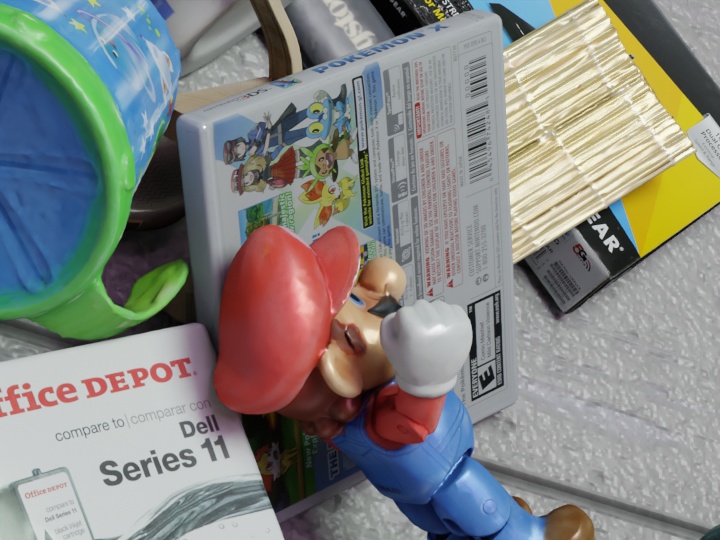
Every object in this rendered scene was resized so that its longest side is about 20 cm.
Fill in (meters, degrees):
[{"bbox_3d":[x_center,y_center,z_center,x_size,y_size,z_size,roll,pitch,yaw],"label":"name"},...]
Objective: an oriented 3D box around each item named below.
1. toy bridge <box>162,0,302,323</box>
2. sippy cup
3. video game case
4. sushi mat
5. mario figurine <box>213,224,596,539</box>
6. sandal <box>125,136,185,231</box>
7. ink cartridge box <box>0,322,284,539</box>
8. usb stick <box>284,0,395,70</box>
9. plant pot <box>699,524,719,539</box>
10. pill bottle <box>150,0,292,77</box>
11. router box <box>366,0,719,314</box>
[{"bbox_3d":[-0.059,-0.072,1.069,0.067,0.027,0.201,-15,120,-35],"label":"toy bridge"},{"bbox_3d":[-0.140,-0.067,0.987,0.139,0.179,0.130,10,28,14],"label":"sippy cup"},{"bbox_3d":[0.000,0.000,1.072,0.182,0.022,0.201,-23,120,-37],"label":"video game case"},{"bbox_3d":[0.060,-0.049,1.161,0.199,0.012,0.096,-31,87,-12],"label":"sushi mat"},{"bbox_3d":[0.024,0.049,1.008,0.200,0.123,0.106,47,34,-22],"label":"mario figurine"},{"bbox_3d":[-0.146,-0.104,1.091,0.082,0.055,0.201,-29,84,-38],"label":"sandal"},{"bbox_3d":[-0.107,0.135,0.976,0.146,0.083,0.201,-12,72,-35],"label":"ink cartridge box"},{"bbox_3d":[-0.003,-0.104,1.188,0.055,0.033,0.201,-34,85,-19],"label":"usb stick"},{"bbox_3d":[0.262,0.187,1.117,0.195,0.200,0.201,0,66,-22],"label":"plant pot"},{"bbox_3d":[-0.113,-0.201,1.123,0.114,0.114,0.200,-34,86,-38],"label":"pill bottle"},{"bbox_3d":[0.105,-0.097,1.240,0.149,0.051,0.200,-33,84,-38],"label":"router box"}]
